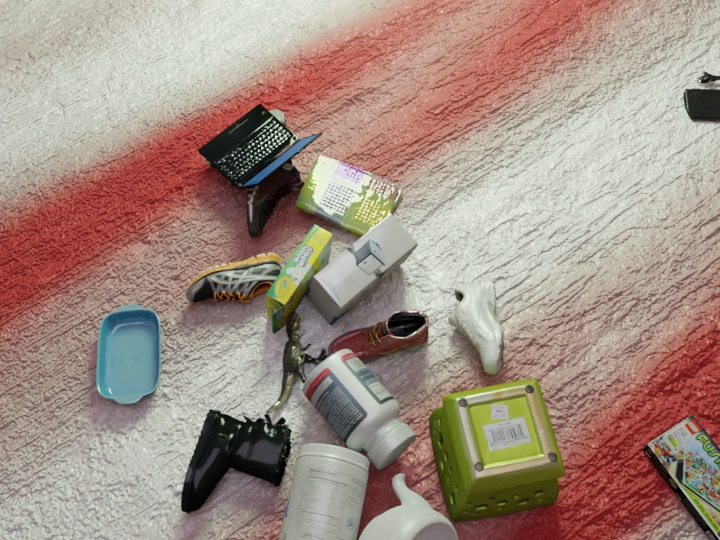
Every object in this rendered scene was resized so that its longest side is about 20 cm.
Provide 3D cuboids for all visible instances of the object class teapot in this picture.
[{"bbox_3d":[0.057,0.475,1.358,0.145,0.199,0.199,5,23,44],"label":"teapot"}]

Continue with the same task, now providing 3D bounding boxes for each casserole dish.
[{"bbox_3d":[-0.437,0.163,1.580,0.120,0.039,0.201,-6,62,-2],"label":"casserole dish"}]

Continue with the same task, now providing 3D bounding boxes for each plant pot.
[{"bbox_3d":[0.235,0.302,1.422,0.198,0.182,0.200,-9,63,-5],"label":"plant pot"}]

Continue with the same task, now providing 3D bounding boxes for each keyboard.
[{"bbox_3d":[0.823,-0.388,1.854,0.198,0.021,0.128,3,69,1],"label":"keyboard"}]

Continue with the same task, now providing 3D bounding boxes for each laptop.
[{"bbox_3d":[-0.206,-0.259,1.679,0.177,0.103,0.200,-41,72,-20],"label":"laptop"}]

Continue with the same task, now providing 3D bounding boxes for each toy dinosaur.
[{"bbox_3d":[-0.115,0.179,1.564,0.087,0.048,0.201,1,63,18],"label":"toy dinosaur"}]

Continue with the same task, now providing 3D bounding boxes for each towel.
[{"bbox_3d":[-0.022,-0.150,1.728,0.199,0.023,0.144,23,66,3],"label":"towel"}]

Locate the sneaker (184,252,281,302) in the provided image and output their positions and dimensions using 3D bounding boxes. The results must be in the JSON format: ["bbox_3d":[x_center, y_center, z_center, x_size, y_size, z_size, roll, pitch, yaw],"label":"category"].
[{"bbox_3d":[-0.246,0.029,1.627,0.198,0.078,0.078,-18,73,-7],"label":"sneaker"}]

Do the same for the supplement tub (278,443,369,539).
[{"bbox_3d":[-0.063,0.409,1.399,0.131,0.132,0.201,9,63,5],"label":"supplement tub"}]

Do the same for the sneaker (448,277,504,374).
[{"bbox_3d":[0.219,0.110,1.586,0.098,0.078,0.201,-7,54,4],"label":"sneaker"}]

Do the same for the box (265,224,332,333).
[{"bbox_3d":[-0.125,0.021,1.603,0.048,0.118,0.201,28,66,7],"label":"box"}]

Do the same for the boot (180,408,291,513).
[{"bbox_3d":[-0.216,0.346,1.469,0.161,0.074,0.200,13,63,4],"label":"boot"}]

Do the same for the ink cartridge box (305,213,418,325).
[{"bbox_3d":[0.000,0.000,1.588,0.200,0.147,0.086,-42,85,-18],"label":"ink cartridge box"}]

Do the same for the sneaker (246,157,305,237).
[{"bbox_3d":[-0.174,-0.160,1.721,0.114,0.076,0.202,3,62,-1],"label":"sneaker"}]

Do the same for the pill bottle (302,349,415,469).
[{"bbox_3d":[0.000,0.251,1.484,0.119,0.120,0.200,-37,68,-16],"label":"pill bottle"}]

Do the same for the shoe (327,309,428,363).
[{"bbox_3d":[0.034,0.123,1.563,0.198,0.091,0.072,-11,63,-5],"label":"shoe"}]

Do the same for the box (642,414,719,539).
[{"bbox_3d":[0.607,0.369,1.464,0.110,0.035,0.201,-28,66,-13],"label":"box"}]

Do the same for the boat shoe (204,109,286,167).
[{"bbox_3d":[-0.240,-0.269,1.783,0.199,0.061,0.076,-31,47,-12],"label":"boat shoe"}]
